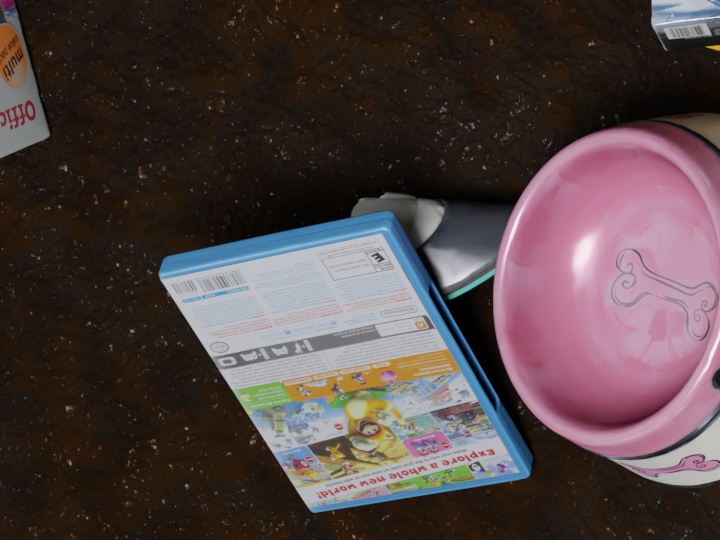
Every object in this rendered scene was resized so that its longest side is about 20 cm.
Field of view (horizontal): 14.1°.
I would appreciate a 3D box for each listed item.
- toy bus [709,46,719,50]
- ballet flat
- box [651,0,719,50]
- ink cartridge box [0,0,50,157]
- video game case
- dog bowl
[{"bbox_3d":[0.254,-0.118,1.497,0.200,0.065,0.078,8,108,20],"label":"toy bus"},{"bbox_3d":[0.000,0.000,1.628,0.200,0.073,0.073,-27,92,29],"label":"ballet flat"},{"bbox_3d":[0.244,-0.188,1.450,0.200,0.040,0.137,-5,72,17],"label":"box"},{"bbox_3d":[-0.293,-0.143,1.677,0.144,0.145,0.200,-10,100,25],"label":"ink cartridge box"},{"bbox_3d":[-0.006,0.055,1.624,0.143,0.018,0.200,-12,129,25],"label":"video game case"},{"bbox_3d":[0.152,0.012,1.520,0.200,0.074,0.200,-9,78,46],"label":"dog bowl"}]
